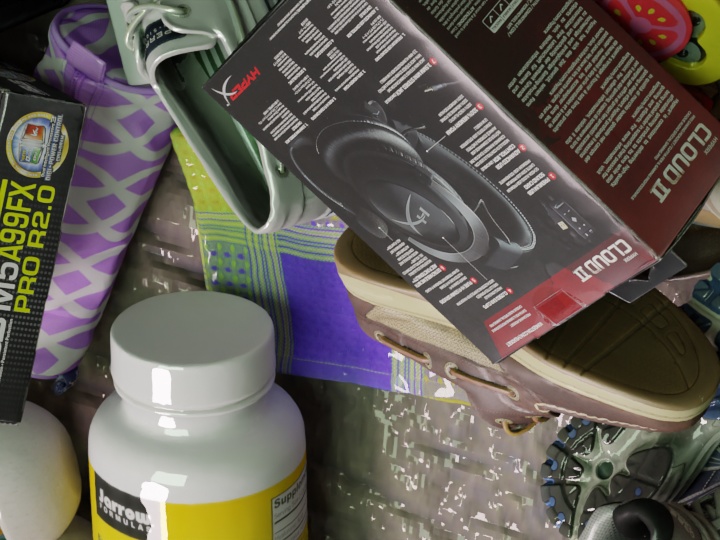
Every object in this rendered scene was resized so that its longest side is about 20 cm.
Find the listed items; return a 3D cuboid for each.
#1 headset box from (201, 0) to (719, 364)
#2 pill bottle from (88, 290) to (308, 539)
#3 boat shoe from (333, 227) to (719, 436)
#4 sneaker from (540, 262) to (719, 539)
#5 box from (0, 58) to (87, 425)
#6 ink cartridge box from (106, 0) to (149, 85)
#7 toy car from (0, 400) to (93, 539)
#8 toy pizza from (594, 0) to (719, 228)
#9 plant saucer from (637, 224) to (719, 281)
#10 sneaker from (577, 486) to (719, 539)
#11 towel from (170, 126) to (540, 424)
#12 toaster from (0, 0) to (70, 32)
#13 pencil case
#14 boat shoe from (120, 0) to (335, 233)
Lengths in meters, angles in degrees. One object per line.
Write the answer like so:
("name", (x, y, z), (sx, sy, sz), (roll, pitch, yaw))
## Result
("headset box", (0.051, -0.058, 1.146), (0.200, 0.077, 0.149), (42, 150, -6))
("pill bottle", (-0.082, 0.117, 1.384), (0.111, 0.111, 0.201), (12, 119, 24))
("boat shoe", (0.076, 0.036, 1.257), (0.199, 0.072, 0.072), (20, 136, 28))
("sneaker", (0.175, 0.055, 1.264), (0.200, 0.085, 0.077), (-40, 58, 22))
("box", (-0.205, -0.028, 1.369), (0.200, 0.044, 0.161), (30, 110, 60))
("ink cartridge box", (-0.059, -0.195, 1.280), (0.145, 0.083, 0.201), (-3, 105, 42))
("toy car", (-0.227, 0.129, 1.458), (0.174, 0.150, 0.201), (-14, 132, 2))
("toy pizza", (0.153, -0.074, 1.154), (0.199, 0.032, 0.201), (11, 144, 8))
("plant saucer", (0.132, -0.095, 1.257), (0.199, 0.034, 0.202), (9, 110, 26))
("sneaker", (0.168, 0.115, 1.202), (0.200, 0.115, 0.075), (-40, 53, 9))
("towel", (0.000, 0.000, 1.344), (0.199, 0.023, 0.144), (11, 125, 28))
("toaster", (-0.237, -0.191, 1.327), (0.118, 0.200, 0.182), (-2, 106, 24))
("pencil case", (-0.153, -0.038, 1.399), (0.084, 0.085, 0.201), (34, 118, 21))
("boat shoe", (-0.070, -0.108, 1.222), (0.200, 0.067, 0.074), (54, 134, 8))
